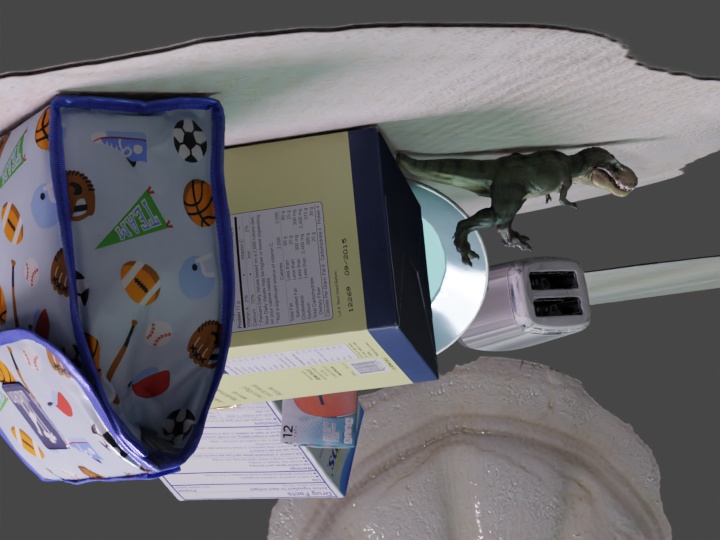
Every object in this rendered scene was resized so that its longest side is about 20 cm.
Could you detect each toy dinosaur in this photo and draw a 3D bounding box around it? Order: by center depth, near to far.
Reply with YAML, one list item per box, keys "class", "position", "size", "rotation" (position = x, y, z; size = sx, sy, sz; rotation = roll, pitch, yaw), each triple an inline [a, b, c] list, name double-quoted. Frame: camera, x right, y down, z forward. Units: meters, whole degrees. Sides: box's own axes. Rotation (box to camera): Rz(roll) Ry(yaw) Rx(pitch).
- class: "toy dinosaur"
  position: [0.106, -0.052, 1.230]
  size: [0.200, 0.088, 0.047]
  rotation: [-2, -148, -25]

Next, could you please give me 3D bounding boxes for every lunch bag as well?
- class: "lunch bag"
  position: [-0.152, 0.018, 0.920]
  size: [0.124, 0.200, 0.170]
  rotation: [-4, 175, -32]

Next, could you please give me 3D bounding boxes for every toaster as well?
- class: "toaster"
  position: [0.209, 0.041, 2.180]
  size: [0.200, 0.114, 0.129]
  rotation: [1, 167, -43]

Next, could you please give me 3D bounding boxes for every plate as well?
- class: "plate"
  position: [0.000, 0.000, 1.290]
  size: [0.200, 0.200, 0.026]
  rotation: [-7, -143, 5]

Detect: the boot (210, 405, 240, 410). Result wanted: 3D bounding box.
- class: "boot"
  position: [-0.145, 0.046, 1.431]
  size: [0.200, 0.156, 0.073]
  rotation: [-13, 151, 36]

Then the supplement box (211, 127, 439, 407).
- class: "supplement box"
  position: [-0.063, 0.007, 1.136]
  size: [0.199, 0.134, 0.200]
  rotation: [-8, 165, 9]

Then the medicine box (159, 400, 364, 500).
- class: "medicine box"
  position: [-0.121, 0.123, 1.546]
  size: [0.182, 0.103, 0.200]
  rotation: [-4, 141, 25]

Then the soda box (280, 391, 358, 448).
- class: "soda box"
  position: [-0.029, 0.047, 1.380]
  size: [0.063, 0.200, 0.068]
  rotation: [3, 175, 0]
